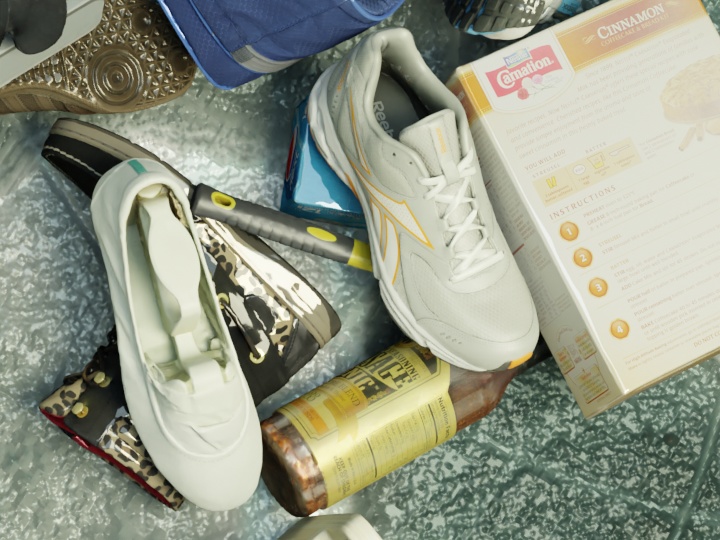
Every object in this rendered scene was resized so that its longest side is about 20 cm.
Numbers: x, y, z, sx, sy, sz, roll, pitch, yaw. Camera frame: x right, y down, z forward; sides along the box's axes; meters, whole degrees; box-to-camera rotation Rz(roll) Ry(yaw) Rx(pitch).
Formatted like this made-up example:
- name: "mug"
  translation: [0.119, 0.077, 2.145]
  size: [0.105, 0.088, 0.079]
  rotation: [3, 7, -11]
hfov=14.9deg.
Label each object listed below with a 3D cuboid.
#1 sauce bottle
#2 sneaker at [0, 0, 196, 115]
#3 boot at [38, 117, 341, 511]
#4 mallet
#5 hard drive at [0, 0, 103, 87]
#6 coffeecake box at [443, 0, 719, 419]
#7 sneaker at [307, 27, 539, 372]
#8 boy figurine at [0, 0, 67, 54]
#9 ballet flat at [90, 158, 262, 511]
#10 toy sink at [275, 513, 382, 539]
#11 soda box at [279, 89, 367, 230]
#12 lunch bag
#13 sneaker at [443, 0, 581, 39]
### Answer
- name: "sauce bottle"
  translation: [0.033, 0.070, 1.569]
  size: [0.200, 0.066, 0.066]
  rotation: [-29, 90, -21]
- name: "sneaker"
  translation: [-0.192, -0.121, 1.552]
  size: [0.199, 0.075, 0.071]
  rotation: [-3, 93, -32]
- name: "boot"
  translation: [-0.128, 0.024, 1.545]
  size: [0.200, 0.073, 0.151]
  rotation: [39, 80, -10]
- name: "mallet"
  translation: [0.000, 0.000, 1.525]
  size: [0.199, 0.041, 0.066]
  rotation: [12, 58, -16]
- name: "hard drive"
  translation: [-0.257, -0.164, 1.491]
  size: [0.200, 0.026, 0.132]
  rotation: [32, 44, 20]
- name: "coffeecake box"
  translation: [0.152, -0.043, 1.525]
  size: [0.153, 0.073, 0.201]
  rotation: [-24, 83, -19]
- name: "sneaker"
  translation: [0.038, -0.039, 1.482]
  size: [0.076, 0.092, 0.200]
  rotation: [-26, 78, -24]
- name: "boy figurine"
  translation: [-0.225, -0.191, 1.462]
  size: [0.124, 0.065, 0.200]
  rotation: [-17, 52, -25]
- name: "ballet flat"
  translation: [-0.097, 0.037, 1.482]
  size: [0.069, 0.069, 0.201]
  rotation: [-17, 95, -11]
- name: "toy sink"
  translation: [-0.019, 0.216, 1.478]
  size: [0.112, 0.200, 0.131]
  rotation: [-39, 93, -11]
- name: "soda box"
  translation: [0.058, -0.050, 1.585]
  size: [0.199, 0.064, 0.068]
  rotation: [10, 83, -8]
- name: "lunch bag"
  translation: [-0.066, -0.210, 1.522]
  size: [0.200, 0.132, 0.136]
  rotation: [60, 34, -10]
- name: "sneaker"
  translation: [0.092, -0.167, 1.543]
  size: [0.086, 0.200, 0.075]
  rotation: [28, 105, -16]
